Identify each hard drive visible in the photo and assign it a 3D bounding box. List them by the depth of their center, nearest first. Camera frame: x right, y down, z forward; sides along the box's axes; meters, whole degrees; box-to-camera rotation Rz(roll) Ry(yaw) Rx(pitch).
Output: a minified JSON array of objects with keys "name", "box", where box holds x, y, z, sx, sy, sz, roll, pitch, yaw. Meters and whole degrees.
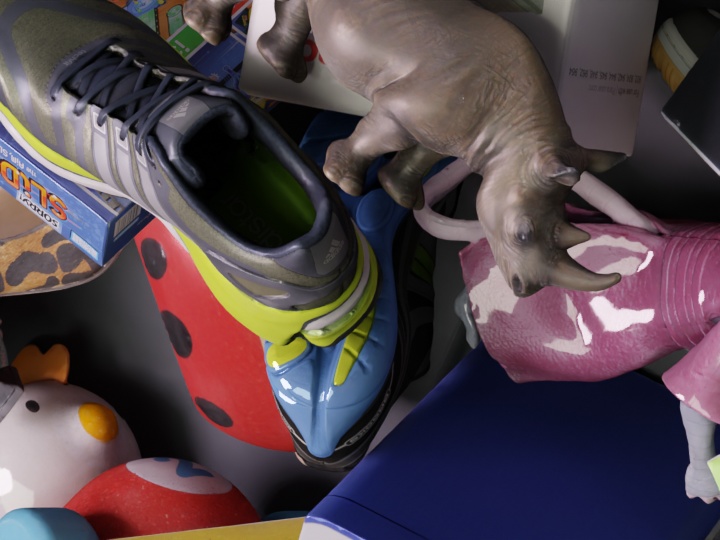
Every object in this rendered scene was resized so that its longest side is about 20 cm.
[{"name":"hard drive","box":[0.076,0.093,1.186,0.131,0.200,0.025,26,122,15]}]

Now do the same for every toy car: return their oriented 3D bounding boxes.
[{"name":"toy car","box":[-0.134,0.111,1.383,0.177,0.184,0.201,-47,54,36]}]

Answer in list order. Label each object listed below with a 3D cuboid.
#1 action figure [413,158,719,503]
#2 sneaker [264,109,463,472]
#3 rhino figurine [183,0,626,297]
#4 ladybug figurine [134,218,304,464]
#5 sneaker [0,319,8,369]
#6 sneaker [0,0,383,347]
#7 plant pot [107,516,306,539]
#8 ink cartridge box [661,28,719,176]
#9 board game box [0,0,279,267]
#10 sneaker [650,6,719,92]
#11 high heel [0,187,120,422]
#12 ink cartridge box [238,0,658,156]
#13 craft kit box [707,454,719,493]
[{"name":"action figure","box":[0.143,0.000,1.149,0.199,0.134,0.149,-2,122,48]},{"name":"sneaker","box":[0.000,0.000,1.210,0.070,0.200,0.083,9,138,8]},{"name":"rhino figurine","box":[0.027,-0.065,1.073,0.200,0.060,0.088,46,114,18]},{"name":"ladybug figurine","box":[-0.059,-0.004,1.278,0.072,0.136,0.201,-19,95,-3]},{"name":"sneaker","box":[-0.197,0.019,1.384,0.088,0.075,0.201,31,96,18]},{"name":"sneaker","box":[-0.072,-0.056,1.109,0.200,0.074,0.081,36,162,12]},{"name":"plant pot","box":[-0.010,0.235,1.200,0.199,0.177,0.201,-8,121,10]},{"name":"ink cartridge box","box":[0.207,-0.091,1.010,0.043,0.200,0.199,30,102,-27]},{"name":"board game box","box":[-0.093,-0.109,1.216,0.135,0.200,0.035,38,149,14]},{"name":"sneaker","box":[0.212,-0.061,1.134,0.199,0.076,0.088,33,106,15]},{"name":"high heel","box":[-0.179,-0.039,1.315,0.142,0.071,0.201,30,93,-26]},{"name":"ink cartridge box","box":[0.046,-0.154,1.142,0.145,0.084,0.201,12,96,28]},{"name":"craft kit box","box":[0.251,0.039,1.041,0.197,0.200,0.049,-27,78,28]}]
